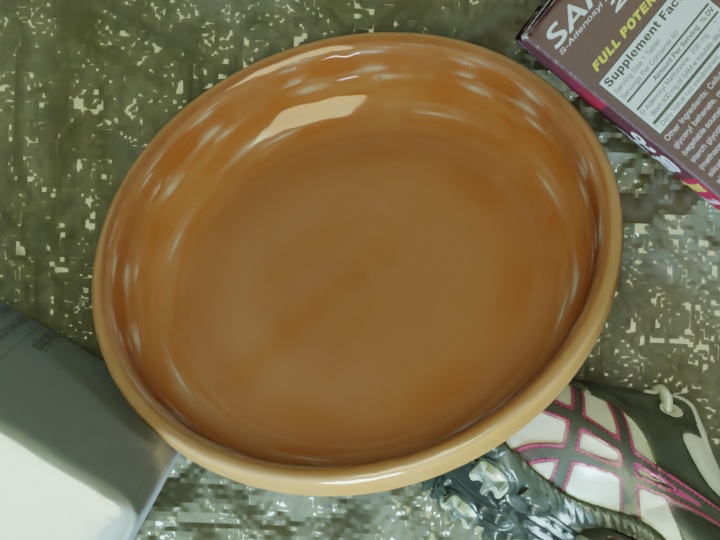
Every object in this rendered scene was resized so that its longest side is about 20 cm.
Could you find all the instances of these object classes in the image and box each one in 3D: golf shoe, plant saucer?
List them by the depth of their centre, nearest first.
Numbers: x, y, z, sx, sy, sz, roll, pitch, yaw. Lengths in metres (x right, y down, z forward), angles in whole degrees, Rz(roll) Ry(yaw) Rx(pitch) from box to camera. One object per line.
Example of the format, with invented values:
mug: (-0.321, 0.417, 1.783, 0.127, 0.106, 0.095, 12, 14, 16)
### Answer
plant saucer: (0.000, 0.000, 1.088, 0.200, 0.037, 0.200, -7, 56, 10)
golf shoe: (0.079, 0.071, 1.130, 0.200, 0.077, 0.088, 44, 67, 1)

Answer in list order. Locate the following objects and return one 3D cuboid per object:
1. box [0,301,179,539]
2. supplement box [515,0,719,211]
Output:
box: (-0.186, 0.107, 1.064, 0.171, 0.199, 0.200, 30, 96, -1)
supplement box: (0.152, -0.046, 1.091, 0.200, 0.109, 0.061, 40, 94, -1)
